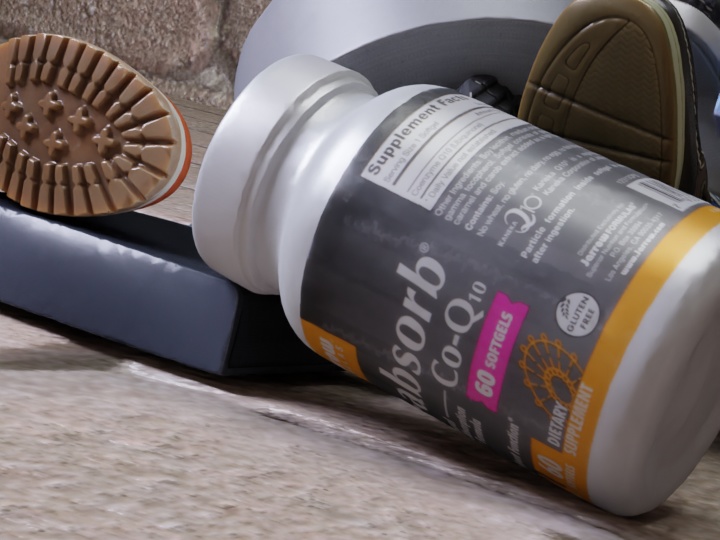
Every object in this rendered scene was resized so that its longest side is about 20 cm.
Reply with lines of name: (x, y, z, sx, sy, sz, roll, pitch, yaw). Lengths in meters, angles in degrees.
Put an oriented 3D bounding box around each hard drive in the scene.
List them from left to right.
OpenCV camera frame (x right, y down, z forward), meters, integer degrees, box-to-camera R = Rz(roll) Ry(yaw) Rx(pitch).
hard drive: (-0.101, 0.002, 0.847, 0.200, 0.042, 0.135, 17, 7, 32)

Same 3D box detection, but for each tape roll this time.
tape roll: (0.042, -0.064, 0.884, 0.200, 0.200, 0.066, 11, 48, -21)

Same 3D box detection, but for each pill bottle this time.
pill bottle: (0.043, -0.001, 0.714, 0.200, 0.116, 0.116, 26, 11, 25)

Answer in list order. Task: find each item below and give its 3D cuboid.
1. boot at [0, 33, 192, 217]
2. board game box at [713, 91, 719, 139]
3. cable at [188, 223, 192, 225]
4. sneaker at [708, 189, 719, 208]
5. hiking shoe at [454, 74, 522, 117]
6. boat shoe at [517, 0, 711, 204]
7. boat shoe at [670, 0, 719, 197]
boot: (-0.129, -0.063, 0.869, 0.200, 0.075, 0.107, 15, 2, 42)
board game box: (0.269, -0.033, 0.877, 0.200, 0.037, 0.151, 16, -15, 22)
cable: (0.000, 0.000, 1.041, 0.200, 0.051, 0.163, 12, 6, -3)
sneaker: (0.203, -0.010, 1.110, 0.077, 0.085, 0.200, -20, -33, 16)
hiking shoe: (0.059, -0.001, 0.862, 0.101, 0.076, 0.200, -20, -50, 20)
boat shoe: (0.107, -0.024, 0.776, 0.073, 0.200, 0.065, 22, 36, 31)
boat shoe: (0.184, -0.095, 0.969, 0.074, 0.060, 0.200, 11, -22, 37)
